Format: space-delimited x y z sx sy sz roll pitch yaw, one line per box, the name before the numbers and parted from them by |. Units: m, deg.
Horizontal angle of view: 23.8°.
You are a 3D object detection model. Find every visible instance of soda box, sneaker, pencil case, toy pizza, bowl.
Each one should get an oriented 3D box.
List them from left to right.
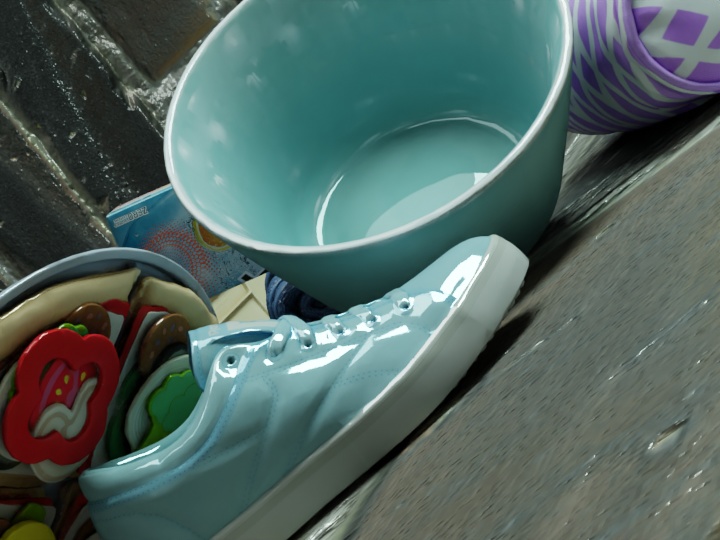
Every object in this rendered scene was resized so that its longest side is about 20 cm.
toy pizza | -0.116 0.089 0.685 0.200 0.032 0.202 -34 -44 -40
soda box | -0.034 -0.043 0.921 0.198 0.064 0.068 -24 7 0
sneaker | -0.024 0.041 0.658 0.200 0.082 0.074 -42 6 -10
bowl | 0.017 -0.057 0.810 0.199 0.105 0.202 -13 49 16
pencil case | 0.140 -0.114 0.833 0.085 0.085 0.200 -17 3 -7

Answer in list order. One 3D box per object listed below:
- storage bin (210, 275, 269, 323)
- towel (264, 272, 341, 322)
storage bin | -0.162 0.082 1.345 0.200 0.094 0.199 -37 6 39
towel | 0.000 0.000 0.954 0.111 0.049 0.200 -23 7 -1
